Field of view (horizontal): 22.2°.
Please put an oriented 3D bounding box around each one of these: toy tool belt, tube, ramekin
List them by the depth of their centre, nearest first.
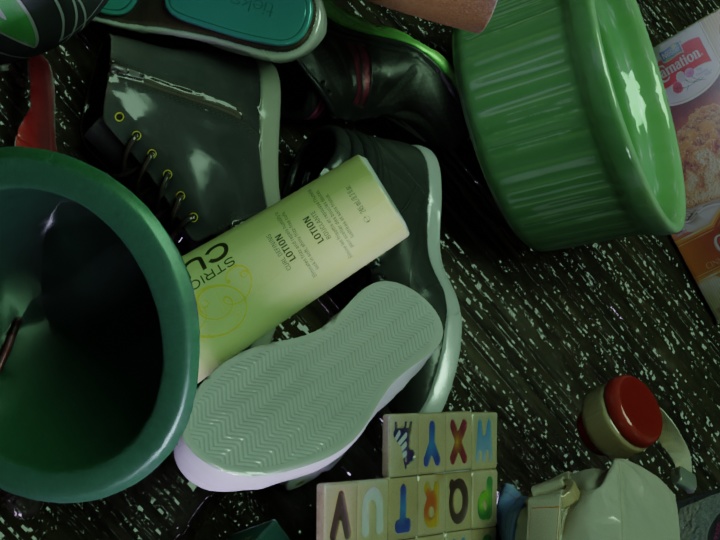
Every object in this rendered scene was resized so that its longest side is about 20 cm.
[{"bbox_3d":[-0.070,0.014,0.952,0.052,0.200,0.058,58,0,-40],"label":"tube"},{"bbox_3d":[0.123,0.167,1.082,0.125,0.123,0.200,30,44,-32],"label":"toy tool belt"},{"bbox_3d":[0.134,-0.108,1.188,0.200,0.098,0.200,-15,90,-71],"label":"ramekin"}]

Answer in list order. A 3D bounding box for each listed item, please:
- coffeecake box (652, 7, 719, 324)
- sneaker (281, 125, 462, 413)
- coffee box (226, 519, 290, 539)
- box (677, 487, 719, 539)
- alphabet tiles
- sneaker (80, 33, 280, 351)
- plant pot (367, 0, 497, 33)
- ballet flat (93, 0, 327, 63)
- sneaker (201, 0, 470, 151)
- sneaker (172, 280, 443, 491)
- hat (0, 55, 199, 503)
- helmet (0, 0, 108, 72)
[{"bbox_3d":[0.282,-0.086,1.313,0.073,0.153,0.200,-25,87,-46],"label":"coffeecake box"},{"bbox_3d":[0.000,0.000,1.085,0.099,0.071,0.200,18,52,-32],"label":"sneaker"},{"bbox_3d":[-0.073,0.233,0.918,0.123,0.044,0.200,53,45,-10],"label":"coffee box"},{"bbox_3d":[0.238,0.238,1.126,0.115,0.132,0.200,39,48,-22],"label":"box"},{"bbox_3d":[0.029,0.160,0.988,0.200,0.008,0.167,7,83,-61],"label":"alphabet tiles"},{"bbox_3d":[-0.103,-0.033,1.017,0.106,0.075,0.200,9,63,-25],"label":"sneaker"},{"bbox_3d":[-0.017,-0.240,1.017,0.200,0.186,0.187,8,60,-5],"label":"plant pot"},{"bbox_3d":[-0.113,-0.162,1.048,0.200,0.069,0.069,20,49,7],"label":"ballet flat"},{"bbox_3d":[-0.018,-0.120,1.135,0.200,0.077,0.084,27,70,-25],"label":"sneaker"},{"bbox_3d":[-0.042,0.087,0.964,0.074,0.116,0.200,47,38,12],"label":"sneaker"},{"bbox_3d":[-0.129,-0.004,0.941,0.176,0.166,0.200,-39,127,-67],"label":"hat"},{"bbox_3d":[-0.204,-0.198,0.922,0.191,0.200,0.200,14,57,-8],"label":"helmet"}]
